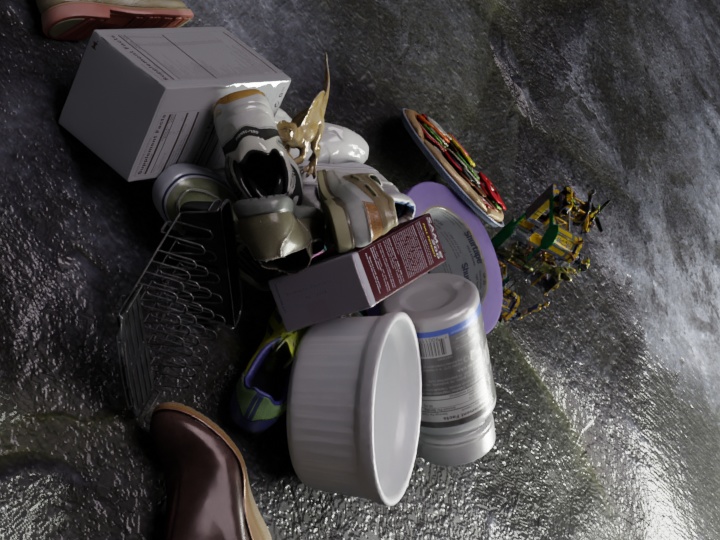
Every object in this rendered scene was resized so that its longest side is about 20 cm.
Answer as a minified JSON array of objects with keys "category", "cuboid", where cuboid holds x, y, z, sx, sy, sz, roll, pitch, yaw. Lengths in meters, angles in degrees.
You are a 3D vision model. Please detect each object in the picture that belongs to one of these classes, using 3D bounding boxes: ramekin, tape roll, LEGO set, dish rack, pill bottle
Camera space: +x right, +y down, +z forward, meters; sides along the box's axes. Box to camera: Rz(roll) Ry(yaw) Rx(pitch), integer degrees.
[{"category":"ramekin","cuboid":[-0.005,0.141,1.605,0.200,0.097,0.201,3,90,-74]},{"category":"tape roll","cuboid":[0.082,-0.001,1.872,0.200,0.085,0.201,29,50,-41]},{"category":"LEGO set","cuboid":[0.254,-0.011,2.014,0.116,0.200,0.154,28,34,-19]},{"category":"dish rack","cuboid":[-0.176,0.040,1.478,0.200,0.054,0.154,-64,157,-47]},{"category":"pill bottle","cuboid":[0.093,0.115,1.747,0.114,0.113,0.201,-53,138,-51]}]

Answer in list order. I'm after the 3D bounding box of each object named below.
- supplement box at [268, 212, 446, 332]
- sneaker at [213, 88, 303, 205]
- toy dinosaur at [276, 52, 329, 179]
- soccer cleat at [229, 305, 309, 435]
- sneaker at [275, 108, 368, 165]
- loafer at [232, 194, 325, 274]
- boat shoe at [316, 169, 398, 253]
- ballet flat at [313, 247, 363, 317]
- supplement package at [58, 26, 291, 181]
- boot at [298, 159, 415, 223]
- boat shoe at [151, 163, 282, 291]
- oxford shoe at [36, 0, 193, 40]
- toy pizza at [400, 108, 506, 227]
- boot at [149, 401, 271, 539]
[{"category":"supplement box","cuboid":[0.000,0.000,1.623,0.200,0.109,0.061,-30,101,-60]},{"category":"sneaker","cuboid":[-0.102,-0.092,1.556,0.200,0.075,0.088,65,6,-57]},{"category":"toy dinosaur","cuboid":[-0.057,-0.157,1.671,0.058,0.101,0.200,25,33,4]},{"category":"soccer cleat","cuboid":[-0.077,0.084,1.600,0.065,0.084,0.200,27,46,-2]},{"category":"sneaker","cuboid":[-0.073,-0.129,1.768,0.200,0.075,0.089,11,73,-42]},{"category":"loafer","cuboid":[-0.081,-0.029,1.530,0.200,0.075,0.070,19,64,-75]},{"category":"boat shoe","cuboid":[-0.004,-0.065,1.602,0.200,0.068,0.075,-115,-168,-71]},{"category":"ballet flat","cuboid":[-0.038,0.050,1.712,0.071,0.069,0.200,-29,91,-37]},{"category":"supplement package","cuboid":[-0.187,-0.173,1.563,0.114,0.110,0.200,39,28,24]},{"category":"boot","cuboid":[-0.025,-0.077,1.731,0.200,0.095,0.074,-12,125,-44]},{"category":"boat shoe","cuboid":[-0.138,-0.044,1.579,0.062,0.072,0.200,43,2,38]},{"category":"oxford shoe","cuboid":[-0.255,-0.284,1.606,0.200,0.071,0.074,-6,73,-54]},{"category":"toy pizza","cuboid":[0.125,-0.138,1.978,0.200,0.032,0.200,47,12,-13]},{"category":"boot","cuboid":[-0.158,0.239,1.424,0.200,0.072,0.166,59,32,-18]}]
